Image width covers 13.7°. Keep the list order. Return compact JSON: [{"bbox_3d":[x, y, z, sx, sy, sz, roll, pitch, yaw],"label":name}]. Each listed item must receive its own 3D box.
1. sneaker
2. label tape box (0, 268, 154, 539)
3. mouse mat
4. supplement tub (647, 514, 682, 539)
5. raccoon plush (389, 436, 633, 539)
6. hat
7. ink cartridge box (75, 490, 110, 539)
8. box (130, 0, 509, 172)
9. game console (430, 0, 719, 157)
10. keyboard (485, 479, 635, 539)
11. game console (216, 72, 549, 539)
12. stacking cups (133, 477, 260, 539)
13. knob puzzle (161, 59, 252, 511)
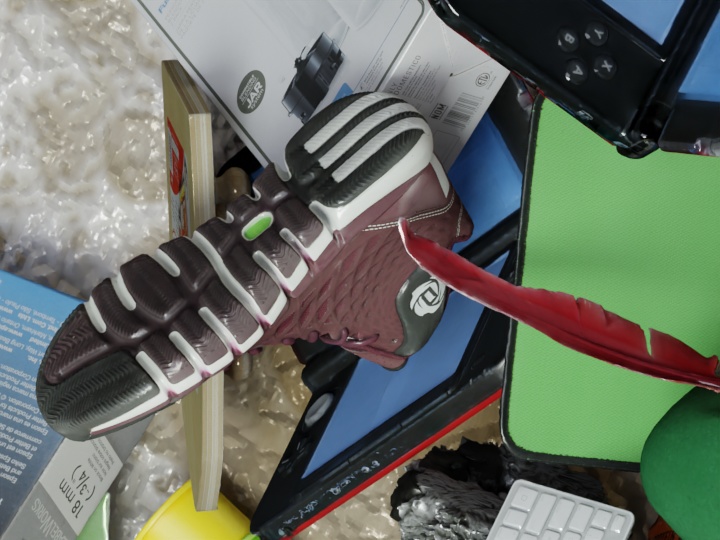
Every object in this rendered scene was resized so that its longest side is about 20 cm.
[{"bbox_3d":[-0.031,0.025,1.258,0.200,0.116,0.076,-38,44,2],"label":"sneaker"},{"bbox_3d":[-0.205,0.095,1.443,0.144,0.063,0.200,20,65,27],"label":"label tape box"},{"bbox_3d":[0.154,0.009,1.278,0.008,0.200,0.161,180,97,-68],"label":"mouse mat"},{"bbox_3d":[0.142,0.210,1.338,0.122,0.123,0.200,28,107,18],"label":"supplement tub"},{"bbox_3d":[0.065,0.165,1.281,0.200,0.097,0.134,41,126,51],"label":"raccoon plush"},{"bbox_3d":[0.128,0.080,1.179,0.200,0.176,0.166,-151,63,-62],"label":"hat"},{"bbox_3d":[-0.160,0.199,1.506,0.104,0.059,0.200,6,99,23],"label":"ink cartridge box"},{"bbox_3d":[-0.021,-0.117,1.343,0.117,0.060,0.200,-57,44,21],"label":"box"},{"bbox_3d":[0.153,-0.154,1.220,0.172,0.200,0.119,35,156,-14],"label":"game console"},{"bbox_3d":[0.046,0.176,1.192,0.056,0.011,0.200,17,66,23],"label":"keyboard"},{"bbox_3d":[0.000,0.000,1.352,0.119,0.172,0.200,41,133,-13],"label":"game console"},{"bbox_3d":[-0.021,0.183,1.450,0.200,0.060,0.061,41,111,8],"label":"stacking cups"},{"bbox_3d":[-0.067,0.013,1.380,0.030,0.220,0.220,-3,97,-8],"label":"knob puzzle"}]
